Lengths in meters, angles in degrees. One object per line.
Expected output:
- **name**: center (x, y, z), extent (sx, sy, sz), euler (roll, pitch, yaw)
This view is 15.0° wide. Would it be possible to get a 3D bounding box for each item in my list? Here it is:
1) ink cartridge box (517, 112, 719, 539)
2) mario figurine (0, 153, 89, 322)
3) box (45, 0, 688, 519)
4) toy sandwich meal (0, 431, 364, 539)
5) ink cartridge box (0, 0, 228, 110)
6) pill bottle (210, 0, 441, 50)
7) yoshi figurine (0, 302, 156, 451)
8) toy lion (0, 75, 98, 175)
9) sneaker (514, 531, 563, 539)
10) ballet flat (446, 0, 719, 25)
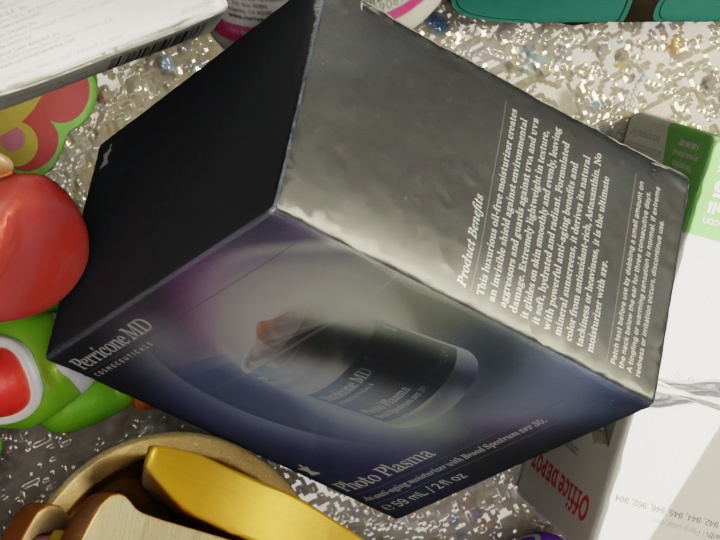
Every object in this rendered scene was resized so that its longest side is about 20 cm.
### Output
- **ink cartridge box**: center (0.153, 0.037, 1.280), extent (0.084, 0.145, 0.201), euler (16, 95, -11)
- **mario figurine**: center (-0.208, -0.047, 1.190), extent (0.199, 0.124, 0.106), euler (29, 61, -5)
- **box**: center (0.000, 0.000, 1.192), extent (0.198, 0.200, 0.124), euler (27, 58, -23)
- **toy sandwich meal**: center (-0.075, 0.161, 1.189), extent (0.204, 0.070, 0.206), euler (3, 86, -38)
- **ink cartridge box**: center (-0.143, -0.178, 1.143), extent (0.108, 0.050, 0.201), euler (-21, 88, -13)
- **pill bottle**: center (-0.033, -0.199, 1.160), extent (0.113, 0.113, 0.201), euler (-18, 123, -7)
- **yoshi figurine**: center (-0.187, 0.055, 1.268), extent (0.199, 0.113, 0.112), euler (-23, 142, -20)
- **toy lion**: center (-0.200, -0.138, 1.246), extent (0.199, 0.069, 0.192), euler (32, 99, -12)
- **sneaker**: center (0.005, 0.162, 1.313), extent (0.199, 0.070, 0.100), euler (-29, 99, -5)
- **ballet flat**: center (0.131, -0.152, 1.300), extent (0.199, 0.076, 0.064), euler (0, 67, -14)
